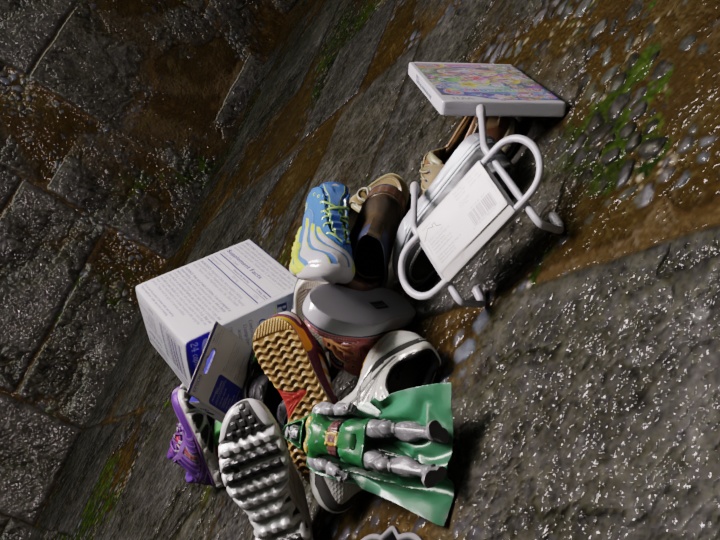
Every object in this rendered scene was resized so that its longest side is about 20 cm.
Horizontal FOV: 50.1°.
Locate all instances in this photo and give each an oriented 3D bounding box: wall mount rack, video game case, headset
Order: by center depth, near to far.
[{"bbox_3d":[0.109,-0.069,0.778,0.200,0.074,0.176,-47,58,30],"label":"wall mount rack"},{"bbox_3d":[0.142,-0.217,0.914,0.201,0.139,0.018,-105,17,-62],"label":"video game case"},{"bbox_3d":[-0.102,0.173,0.969,0.121,0.093,0.206,13,103,34],"label":"headset"}]

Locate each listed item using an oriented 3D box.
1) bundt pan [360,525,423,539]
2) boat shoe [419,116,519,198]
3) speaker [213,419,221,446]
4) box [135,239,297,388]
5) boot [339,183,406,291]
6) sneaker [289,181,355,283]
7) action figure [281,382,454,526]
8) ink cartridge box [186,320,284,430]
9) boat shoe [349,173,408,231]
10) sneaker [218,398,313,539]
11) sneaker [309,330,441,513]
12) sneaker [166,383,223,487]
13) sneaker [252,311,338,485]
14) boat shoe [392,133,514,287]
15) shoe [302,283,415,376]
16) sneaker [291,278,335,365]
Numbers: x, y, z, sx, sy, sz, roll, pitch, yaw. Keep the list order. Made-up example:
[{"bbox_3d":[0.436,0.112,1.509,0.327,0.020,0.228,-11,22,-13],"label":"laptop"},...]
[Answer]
[{"bbox_3d":[0.024,0.300,0.556,0.203,0.075,0.204,-49,22,28],"label":"bundt pan"},{"bbox_3d":[0.106,-0.118,0.937,0.201,0.073,0.076,-52,21,20],"label":"boat shoe"},{"bbox_3d":[-0.161,0.171,1.158,0.088,0.087,0.203,-41,27,39],"label":"speaker"},{"bbox_3d":[-0.195,0.065,1.120,0.197,0.107,0.183,-25,37,-27],"label":"box"},{"bbox_3d":[0.000,0.000,0.952,0.098,0.073,0.203,-67,-7,-55],"label":"boot"},{"bbox_3d":[-0.044,-0.048,0.889,0.200,0.074,0.108,-137,52,-77],"label":"sneaker"},{"bbox_3d":[-0.003,0.162,0.725,0.197,0.054,0.121,-5,73,43],"label":"action figure"},{"bbox_3d":[-0.159,0.155,1.019,0.038,0.200,0.101,2,59,35],"label":"ink cartridge box"},{"bbox_3d":[-0.009,-0.057,1.072,0.200,0.073,0.063,-43,-10,-2],"label":"boat shoe"},{"bbox_3d":[-0.097,0.225,0.820,0.073,0.205,0.081,-13,16,6],"label":"sneaker"},{"bbox_3d":[0.014,0.153,0.782,0.203,0.075,0.087,-64,21,-9],"label":"sneaker"},{"bbox_3d":[-0.248,0.250,1.125,0.081,0.081,0.204,-92,-3,-54],"label":"sneaker"},{"bbox_3d":[-0.053,0.142,0.873,0.073,0.205,0.090,-19,0,15],"label":"sneaker"},{"bbox_3d":[0.100,-0.055,0.868,0.203,0.071,0.071,-62,40,25],"label":"boat shoe"},{"bbox_3d":[-0.013,0.072,0.849,0.092,0.071,0.199,-57,-24,17],"label":"shoe"},{"bbox_3d":[-0.065,0.077,1.032,0.085,0.073,0.204,-79,5,-61],"label":"sneaker"}]
